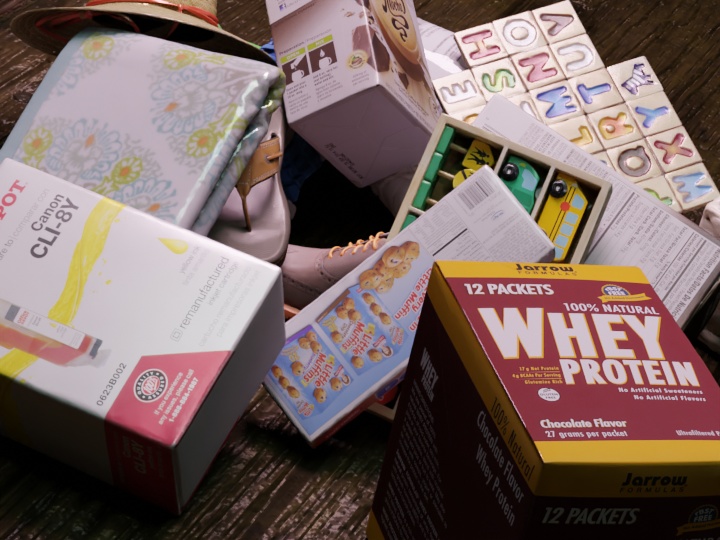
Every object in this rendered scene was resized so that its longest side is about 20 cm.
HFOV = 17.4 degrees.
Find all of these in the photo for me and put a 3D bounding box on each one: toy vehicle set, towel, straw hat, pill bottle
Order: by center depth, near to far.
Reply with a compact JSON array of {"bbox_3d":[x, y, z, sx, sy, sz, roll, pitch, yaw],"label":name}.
[{"bbox_3d":[0.071,0.012,1.541,0.124,0.201,0.027,22,-8,11],"label":"toy vehicle set"},{"bbox_3d":[-0.163,-0.070,1.598,0.170,0.048,0.201,17,67,29],"label":"towel"},{"bbox_3d":[-0.151,-0.201,1.729,0.199,0.086,0.201,7,-11,1],"label":"straw hat"},{"bbox_3d":[0.083,-0.118,1.826,0.199,0.114,0.113,25,32,19],"label":"pill bottle"}]

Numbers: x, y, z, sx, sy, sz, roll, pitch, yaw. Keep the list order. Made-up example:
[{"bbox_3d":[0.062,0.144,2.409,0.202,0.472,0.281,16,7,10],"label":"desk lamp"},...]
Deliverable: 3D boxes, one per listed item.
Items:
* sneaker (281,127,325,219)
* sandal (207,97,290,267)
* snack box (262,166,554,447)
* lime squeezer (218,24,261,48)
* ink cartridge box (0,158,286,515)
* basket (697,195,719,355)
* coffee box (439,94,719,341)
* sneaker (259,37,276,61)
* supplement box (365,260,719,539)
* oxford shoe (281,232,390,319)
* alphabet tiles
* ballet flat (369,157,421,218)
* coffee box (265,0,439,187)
[{"bbox_3d":[-0.087,-0.074,1.748,0.086,0.075,0.200,-9,26,31],"label":"sneaker"},{"bbox_3d":[-0.080,-0.080,1.637,0.081,0.055,0.201,11,48,-2],"label":"sandal"},{"bbox_3d":[0.025,0.023,1.507,0.200,0.024,0.072,-38,75,-4],"label":"snack box"},{"bbox_3d":[-0.141,-0.185,1.925,0.199,0.038,0.071,-5,35,-30],"label":"lime squeezer"},{"bbox_3d":[-0.165,0.037,1.445,0.199,0.084,0.146,22,59,15],"label":"ink cartridge box"},{"bbox_3d":[0.338,0.021,1.667,0.123,0.136,0.200,-26,47,-30],"label":"basket"},{"bbox_3d":[0.150,-0.018,1.623,0.199,0.113,0.080,35,72,11],"label":"coffee box"},{"bbox_3d":[-0.061,-0.173,1.863,0.199,0.112,0.077,-10,37,-35],"label":"sneaker"},{"bbox_3d":[0.108,0.130,1.333,0.132,0.201,0.198,1,32,-19],"label":"supplement box"},{"bbox_3d":[0.000,0.000,1.632,0.199,0.073,0.071,14,29,7],"label":"oxford shoe"},{"bbox_3d":[0.153,-0.110,1.754,0.166,0.008,0.201,-18,64,-16],"label":"alphabet tiles"},{"bbox_3d":[0.075,-0.040,1.742,0.199,0.072,0.072,25,32,17],"label":"ballet flat"},{"bbox_3d":[-0.010,-0.180,1.739,0.113,0.079,0.201,39,34,-54],"label":"coffee box"}]
